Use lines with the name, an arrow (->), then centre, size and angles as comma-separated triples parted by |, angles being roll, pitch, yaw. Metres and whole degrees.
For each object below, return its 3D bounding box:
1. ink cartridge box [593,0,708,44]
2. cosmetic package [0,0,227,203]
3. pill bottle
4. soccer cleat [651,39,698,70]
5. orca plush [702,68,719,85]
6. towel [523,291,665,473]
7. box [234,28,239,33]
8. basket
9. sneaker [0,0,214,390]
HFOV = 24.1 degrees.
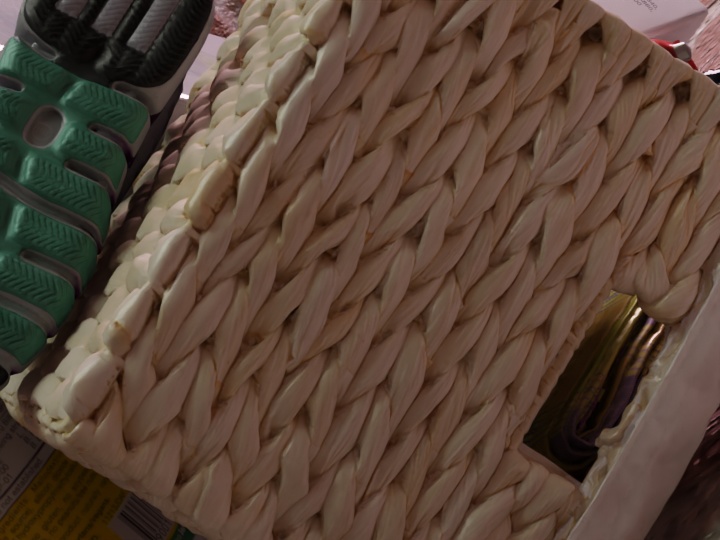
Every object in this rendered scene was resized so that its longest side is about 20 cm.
ink cartridge box -> 0.057, -0.084, 0.832 | 0.200, 0.084, 0.144 | -26, -23, -41
cosmetic package -> -0.122, -0.044, 0.710 | 0.123, 0.200, 0.199 | -71, 24, 12
pill bottle -> -0.167, 0.092, 0.713 | 0.113, 0.200, 0.113 | -45, 11, 12
soccer cleat -> 0.092, -0.047, 0.762 | 0.085, 0.069, 0.200 | -11, 24, 44
orca plush -> 0.205, -0.155, 0.798 | 0.200, 0.071, 0.105 | -50, 8, -25
towel -> 0.056, 0.057, 0.677 | 0.200, 0.023, 0.144 | -38, 11, 49
box -> -0.033, -0.067, 1.136 | 0.106, 0.200, 0.152 | -44, 7, 14
basket -> 0.005, 0.008, 0.543 | 0.198, 0.161, 0.200 | -58, 13, -9
sneaker -> -0.108, -0.012, 0.534 | 0.200, 0.074, 0.088 | -56, -7, -24
